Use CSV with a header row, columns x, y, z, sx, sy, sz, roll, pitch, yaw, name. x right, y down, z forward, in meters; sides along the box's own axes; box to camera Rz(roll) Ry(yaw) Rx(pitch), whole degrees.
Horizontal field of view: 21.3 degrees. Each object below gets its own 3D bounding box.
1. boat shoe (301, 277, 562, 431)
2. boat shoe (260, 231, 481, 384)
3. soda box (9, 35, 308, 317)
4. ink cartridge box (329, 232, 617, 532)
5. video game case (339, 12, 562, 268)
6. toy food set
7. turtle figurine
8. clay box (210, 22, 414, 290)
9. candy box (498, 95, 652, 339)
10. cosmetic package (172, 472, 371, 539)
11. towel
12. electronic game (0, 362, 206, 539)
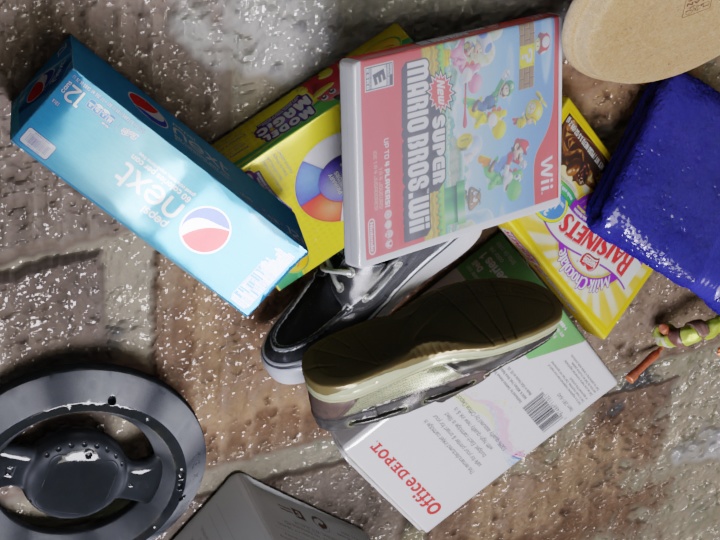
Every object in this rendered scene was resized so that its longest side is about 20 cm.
x,y,z,sx,sy,sz,roll,pitch,yaw,name
0.051,0.063,1.393,0.201,0.072,0.066,-17,136,-19,boat shoe
0.000,0.000,1.399,0.200,0.072,0.068,-38,139,0,boat shoe
-0.130,-0.060,1.243,0.200,0.068,0.064,39,103,-24,soda box
0.080,0.091,1.508,0.200,0.084,0.145,-38,134,3,ink cartridge box
0.066,-0.093,1.324,0.200,0.017,0.143,-18,115,-39,video game case
0.229,-0.206,1.352,0.200,0.049,0.198,-27,153,5,toy food set
0.308,0.019,1.590,0.200,0.064,0.161,-23,133,-11,turtle figurine
-0.028,-0.071,1.344,0.200,0.048,0.115,-35,132,-1,clay box
0.167,-0.039,1.472,0.102,0.026,0.200,-52,134,-8,candy box
-0.080,0.306,1.536,0.200,0.166,0.167,-48,132,12,cosmetic package
0.272,-0.051,1.480,0.200,0.050,0.148,30,81,-26,towel
-0.213,0.148,1.422,0.200,0.042,0.200,-9,128,-12,electronic game
